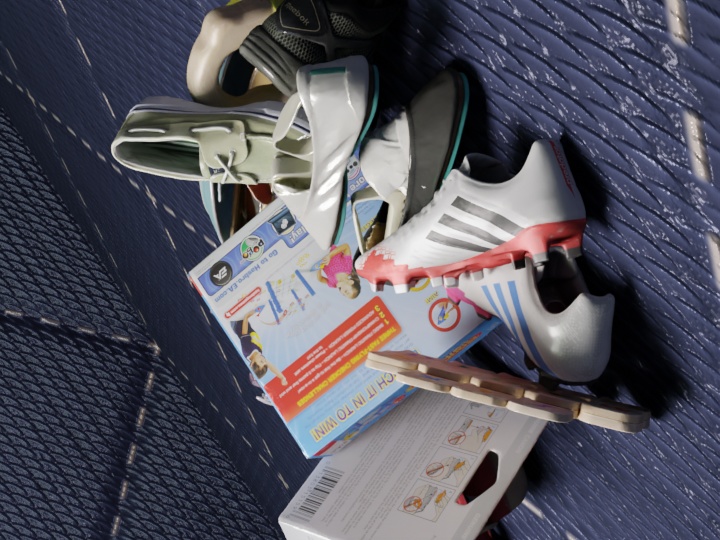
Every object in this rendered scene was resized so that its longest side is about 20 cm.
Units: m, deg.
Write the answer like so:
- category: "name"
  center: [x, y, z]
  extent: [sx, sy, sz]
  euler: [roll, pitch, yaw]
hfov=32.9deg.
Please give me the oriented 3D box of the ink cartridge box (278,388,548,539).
- category: "ink cartridge box"
  center: [0.054, 0.172, 1.031]
  extent: [0.173, 0.200, 0.044]
  euler: [13, 138, 35]

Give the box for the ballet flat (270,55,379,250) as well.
- category: "ballet flat"
  center: [-0.034, -0.086, 0.892]
  extent: [0.070, 0.069, 0.200]
  euler: [52, 153, 20]

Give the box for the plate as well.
- category: "plate"
  center: [-0.130, -0.120, 1.199]
  extent: [0.200, 0.025, 0.202]
  euler: [3, -90, -83]

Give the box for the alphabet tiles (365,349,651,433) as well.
- category: "alphabet tiles"
  center: [0.108, 0.085, 0.882]
  extent: [0.199, 0.015, 0.195]
  euler: [12, 180, 21]

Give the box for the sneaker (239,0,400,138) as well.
- category: "sneaker"
  center: [-0.007, -0.169, 0.933]
  extent: [0.076, 0.114, 0.199]
  euler: [45, -173, 22]

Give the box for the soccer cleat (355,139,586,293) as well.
- category: "soccer cleat"
  center: [0.071, -0.035, 0.849]
  extent: [0.199, 0.068, 0.086]
  euler: [-14, 83, 47]

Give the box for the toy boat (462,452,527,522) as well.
- category: "toy boat"
  center: [0.069, 0.180, 1.192]
  extent: [0.200, 0.130, 0.131]
  euler: [29, 147, 58]

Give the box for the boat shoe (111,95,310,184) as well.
- category: "boat shoe"
  center: [-0.110, -0.096, 0.995]
  extent: [0.199, 0.062, 0.072]
  euler: [8, 136, 23]

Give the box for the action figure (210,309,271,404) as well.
- category: "action figure"
  center: [-0.073, 0.063, 1.205]
  extent: [0.069, 0.131, 0.200]
  euler: [24, -171, -36]

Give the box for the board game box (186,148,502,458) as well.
- category: "board game box"
  center: [-0.014, 0.021, 1.033]
  extent: [0.196, 0.200, 0.056]
  euler: [55, -169, 16]

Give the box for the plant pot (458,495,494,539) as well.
- category: "plant pot"
  center: [0.079, 0.370, 1.396]
  extent: [0.183, 0.200, 0.200]
  euler: [56, 165, -23]

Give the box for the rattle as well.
- category: "rattle"
  center: [-0.114, -0.175, 1.081]
  extent: [0.143, 0.130, 0.201]
  euler: [39, 147, 26]

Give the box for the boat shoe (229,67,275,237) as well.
- category: "boat shoe"
  center: [-0.093, -0.101, 1.148]
  extent: [0.071, 0.076, 0.202]
  euler: [16, 112, 39]

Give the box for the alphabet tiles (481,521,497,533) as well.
- category: "alphabet tiles"
  center: [0.038, 0.227, 1.146]
  extent: [0.165, 0.006, 0.200]
  euler: [8, 175, 16]

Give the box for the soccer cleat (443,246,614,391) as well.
- category: "soccer cleat"
  center: [0.121, 0.005, 0.891]
  extent: [0.200, 0.069, 0.087]
  euler: [46, 133, 49]

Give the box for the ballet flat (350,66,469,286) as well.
- category: "ballet flat"
  center: [0.030, -0.061, 0.906]
  extent: [0.068, 0.068, 0.201]
  euler: [-102, 17, -47]

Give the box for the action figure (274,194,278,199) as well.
- category: "action figure"
  center: [0.000, 0.000, 1.101]
  extent: [0.201, 0.130, 0.069]
  euler: [63, -177, 24]
